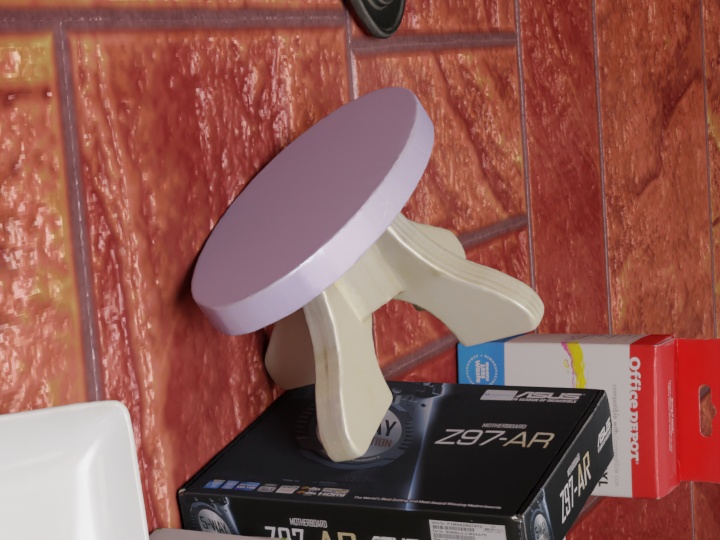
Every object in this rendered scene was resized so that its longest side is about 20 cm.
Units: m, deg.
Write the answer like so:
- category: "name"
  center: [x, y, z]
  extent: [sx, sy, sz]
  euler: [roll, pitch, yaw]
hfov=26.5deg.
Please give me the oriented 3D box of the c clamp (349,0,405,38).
- category: "c clamp"
  center: [0.003, -0.264, 1.020]
  extent: [0.171, 0.027, 0.202]
  euler: [36, 56, -65]

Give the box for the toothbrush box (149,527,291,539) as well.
- category: "toothbrush box"
  center: [-0.083, 0.251, 0.752]
  extent: [0.146, 0.085, 0.202]
  euler: [-43, 126, -57]

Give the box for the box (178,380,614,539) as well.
- category: "box"
  center: [0.024, 0.113, 0.848]
  extent: [0.160, 0.198, 0.044]
  euler: [-38, 124, -58]

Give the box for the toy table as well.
- category: "toy table"
  center: [0.000, 0.000, 0.849]
  extent: [0.200, 0.183, 0.118]
  euler: [-51, 119, -36]

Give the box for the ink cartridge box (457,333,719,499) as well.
- category: "ink cartridge box"
  center: [0.178, 0.109, 1.168]
  extent: [0.067, 0.198, 0.117]
  euler: [-8, 96, -64]

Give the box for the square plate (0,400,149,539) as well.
- category: "square plate"
  center: [-0.159, 0.158, 0.581]
  extent: [0.197, 0.028, 0.202]
  euler: [-2, 79, -45]
